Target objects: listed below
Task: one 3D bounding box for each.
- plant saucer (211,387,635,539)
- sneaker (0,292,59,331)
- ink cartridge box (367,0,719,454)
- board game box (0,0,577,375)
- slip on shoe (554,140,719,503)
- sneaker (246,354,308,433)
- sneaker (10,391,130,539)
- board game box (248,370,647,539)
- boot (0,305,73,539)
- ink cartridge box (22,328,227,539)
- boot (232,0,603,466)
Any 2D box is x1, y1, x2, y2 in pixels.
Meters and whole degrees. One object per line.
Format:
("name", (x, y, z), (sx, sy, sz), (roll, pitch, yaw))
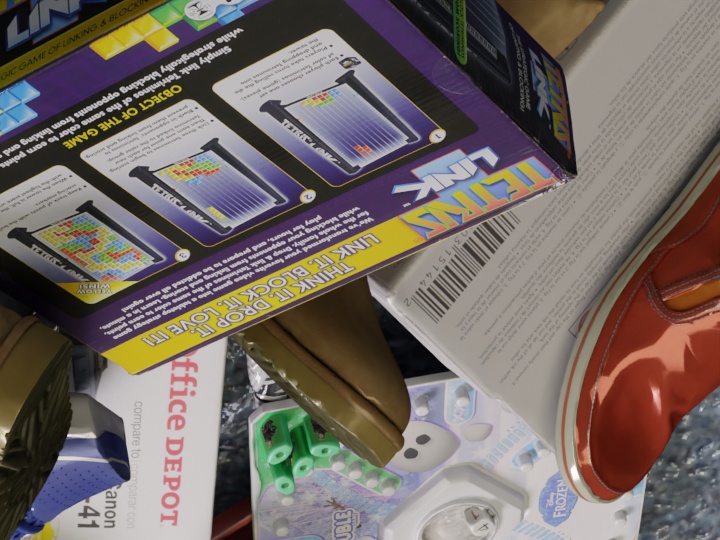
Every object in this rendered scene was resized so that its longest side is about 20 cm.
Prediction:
("plant saucer", (0.020, 0.145, 1.137), (0.199, 0.037, 0.200), (-34, 131, 16))
("sneaker", (-0.188, 0.023, 0.909), (0.114, 0.076, 0.200), (36, 107, -24))
("ink cartridge box", (0.110, -0.027, 0.983), (0.200, 0.045, 0.176), (-50, 131, -4))
("board game box", (-0.051, -0.052, 0.760), (0.199, 0.057, 0.165), (-23, 143, 25))
("slip on shoe", (0.152, 0.018, 0.967), (0.074, 0.061, 0.201), (31, 95, -43))
("sneaker", (0.000, 0.000, 1.016), (0.114, 0.075, 0.201), (-7, 123, 1))
("sneaker", (-0.188, 0.124, 0.941), (0.198, 0.116, 0.081), (-13, 164, 10))
("board game box", (0.047, 0.127, 1.081), (0.198, 0.026, 0.201), (-9, 134, -10))
("boot", (-0.203, 0.019, 0.821), (0.199, 0.066, 0.176), (30, 144, 6))
("ink cartridge box", (-0.163, 0.047, 1.022), (0.198, 0.086, 0.148), (2, 125, -7))
("boot", (0.020, -0.045, 0.881), (0.200, 0.175, 0.066), (-44, 144, -3))
